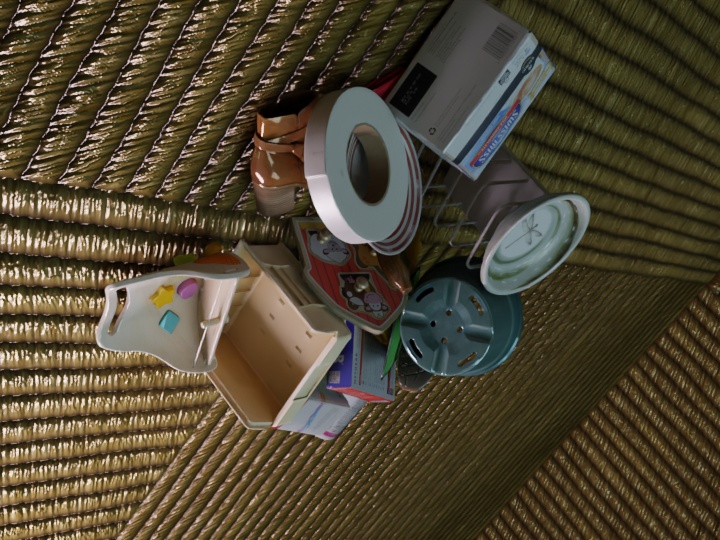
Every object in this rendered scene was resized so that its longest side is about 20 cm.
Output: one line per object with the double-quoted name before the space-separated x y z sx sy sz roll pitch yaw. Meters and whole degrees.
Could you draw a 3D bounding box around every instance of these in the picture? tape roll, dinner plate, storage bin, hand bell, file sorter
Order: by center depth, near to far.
"tape roll" -0.003 -0.137 1.312 0.036 0.208 0.201 -4 173 34
"dinner plate" 0.030 -0.123 1.412 0.024 0.205 0.199 -5 172 33
"hand bell" 0.018 -0.050 1.457 0.103 0.202 0.105 -26 156 -13
"storage bin" -0.140 0.096 1.482 0.093 0.199 0.201 -4 136 -54
"file sorter" 0.178 -0.121 1.579 0.123 0.201 0.140 -7 139 -39

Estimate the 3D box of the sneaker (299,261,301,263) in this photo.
"sneaker" -0.074 0.007 1.580 0.196 0.107 0.076 -14 148 16

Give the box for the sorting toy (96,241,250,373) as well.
"sorting toy" -0.269 0.048 1.368 0.177 0.108 0.202 -9 139 -34

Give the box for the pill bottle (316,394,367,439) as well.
"pill bottle" -0.030 0.208 1.870 0.201 0.114 0.113 -49 151 14

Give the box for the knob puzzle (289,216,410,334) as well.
"knob puzzle" 0.000 0.000 1.490 0.217 0.222 0.031 -13 156 -41

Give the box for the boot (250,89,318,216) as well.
"boot" -0.068 -0.177 1.337 0.198 0.076 0.158 -26 138 -30

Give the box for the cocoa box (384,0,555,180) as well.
"cocoa box" 0.152 -0.256 1.396 0.201 0.133 0.131 -54 151 6

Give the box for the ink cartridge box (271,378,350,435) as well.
"ink cartridge box" -0.123 0.193 1.694 0.085 0.148 0.199 -42 152 10

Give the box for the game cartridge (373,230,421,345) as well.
"game cartridge" 0.050 0.003 1.656 0.177 0.032 0.204 52 54 -63

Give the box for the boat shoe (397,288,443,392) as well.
"boat shoe" 0.112 0.115 1.758 0.074 0.074 0.204 96 10 -74

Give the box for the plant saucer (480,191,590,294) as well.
"plant saucer" 0.254 -0.051 1.507 0.197 0.050 0.202 -25 145 -18

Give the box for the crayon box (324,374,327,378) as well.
"crayon box" -0.051 0.119 1.705 0.050 0.130 0.199 -3 166 26

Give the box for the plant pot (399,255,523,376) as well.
"plant pot" 0.152 0.080 1.596 0.201 0.200 0.196 -47 170 12

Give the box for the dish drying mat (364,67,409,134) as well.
"dish drying mat" 0.038 -0.211 1.464 0.076 0.018 0.201 -34 152 -15

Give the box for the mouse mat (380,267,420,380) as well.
"mouse mat" 0.069 0.086 1.690 0.200 0.007 0.164 -42 145 -76

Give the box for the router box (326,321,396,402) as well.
"router box" 0.007 0.113 1.714 0.048 0.205 0.179 -3 165 25
